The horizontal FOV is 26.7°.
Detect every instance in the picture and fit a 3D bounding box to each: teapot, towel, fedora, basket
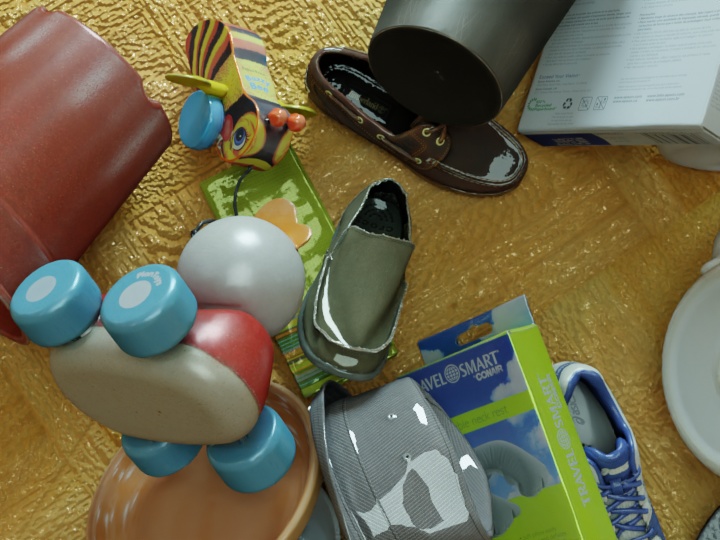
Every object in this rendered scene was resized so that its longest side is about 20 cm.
[{"bbox_3d":[0.341,0.074,1.177,0.146,0.197,0.201,1,101,-40],"label":"teapot"},{"bbox_3d":[-0.050,-0.002,1.229,0.086,0.018,0.200,-26,82,-9],"label":"towel"},{"bbox_3d":[0.040,0.157,1.106,0.090,0.177,0.200,-27,48,10],"label":"fedora"},{"bbox_3d":[0.095,-0.223,1.182,0.180,0.136,0.200,5,56,39],"label":"basket"}]

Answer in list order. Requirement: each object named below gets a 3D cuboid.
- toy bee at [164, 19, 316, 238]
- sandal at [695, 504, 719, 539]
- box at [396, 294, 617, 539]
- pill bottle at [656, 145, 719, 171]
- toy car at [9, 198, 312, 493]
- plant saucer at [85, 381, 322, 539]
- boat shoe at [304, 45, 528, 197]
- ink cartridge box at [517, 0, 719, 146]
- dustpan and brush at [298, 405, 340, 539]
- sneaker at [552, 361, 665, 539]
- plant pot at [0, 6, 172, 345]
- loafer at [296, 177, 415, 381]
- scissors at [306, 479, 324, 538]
[{"bbox_3d":[-0.082,-0.119,1.192,0.131,0.109,0.200,-15,80,-47],"label":"toy bee"},{"bbox_3d":[0.284,0.245,1.197,0.076,0.043,0.200,40,90,11],"label":"sandal"},{"bbox_3d":[0.106,0.133,1.166,0.048,0.122,0.201,-9,77,-51],"label":"box"},{"bbox_3d":[0.300,-0.189,1.237,0.109,0.109,0.201,5,79,-2],"label":"pill bottle"},{"bbox_3d":[-0.114,0.025,1.111,0.177,0.185,0.200,3,48,37],"label":"toy car"},{"bbox_3d":[-0.112,0.172,1.134,0.200,0.037,0.201,-18,44,19],"label":"plant saucer"},{"bbox_3d":[0.045,-0.121,1.230,0.200,0.070,0.071,24,78,0],"label":"boat shoe"},{"bbox_3d":[0.229,-0.196,1.199,0.041,0.199,0.201,23,80,-36],"label":"ink cartridge box"},{"bbox_3d":[-0.061,0.182,1.164,0.139,0.057,0.200,12,45,19],"label":"dustpan and brush"},{"bbox_3d":[0.188,0.167,1.177,0.075,0.088,0.200,-23,83,-9],"label":"sneaker"},{"bbox_3d":[-0.259,-0.082,1.152,0.201,0.201,0.195,40,72,4],"label":"plant pot"},{"bbox_3d":[0.000,0.000,1.155,0.075,0.070,0.200,15,42,-6],"label":"loafer"},{"bbox_3d":[0.050,0.218,1.196,0.199,0.014,0.073,19,77,2],"label":"scissors"}]
